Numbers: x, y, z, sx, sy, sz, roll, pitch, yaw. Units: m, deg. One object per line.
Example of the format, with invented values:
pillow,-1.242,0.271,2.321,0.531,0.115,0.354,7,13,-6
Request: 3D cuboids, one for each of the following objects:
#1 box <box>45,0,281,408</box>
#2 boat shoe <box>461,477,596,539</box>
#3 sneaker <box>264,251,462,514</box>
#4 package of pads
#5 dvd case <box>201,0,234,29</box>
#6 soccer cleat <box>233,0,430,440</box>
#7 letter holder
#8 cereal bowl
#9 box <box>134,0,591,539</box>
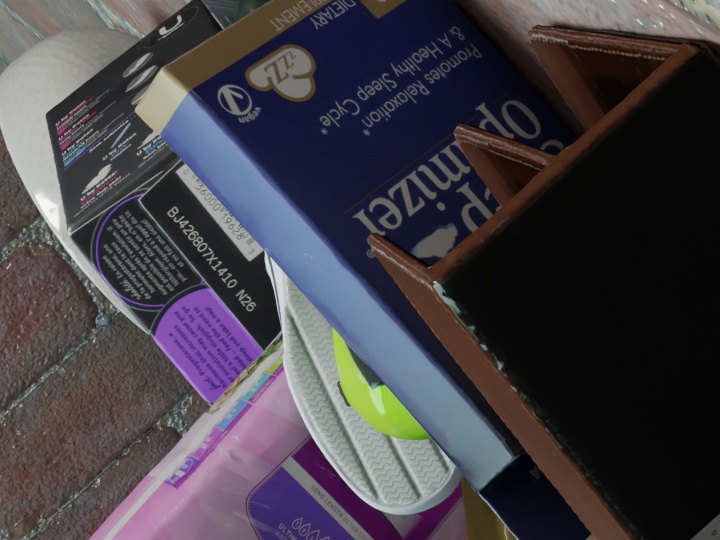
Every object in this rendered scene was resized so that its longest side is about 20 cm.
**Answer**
box,-0.071,-0.036,1.176,0.122,0.106,0.200,52,-177,-21
boat shoe,0.074,0.054,0.957,0.074,0.066,0.202,-137,39,-66
sneaker,0.000,0.000,0.965,0.071,0.073,0.201,39,-148,-71
package of pads,-0.009,0.091,1.052,0.121,0.200,0.076,47,167,-16
dvd case,0.011,-0.050,1.078,0.200,0.025,0.150,51,172,-19
soccer cleat,0.008,-0.040,0.876,0.081,0.067,0.201,-18,87,62
letter holder,0.095,0.034,0.749,0.200,0.100,0.142,51,174,-18
cereal bowl,-0.107,-0.056,1.368,0.200,0.083,0.200,50,-163,-21
box,0.034,-0.012,0.812,0.200,0.121,0.032,49,139,5
